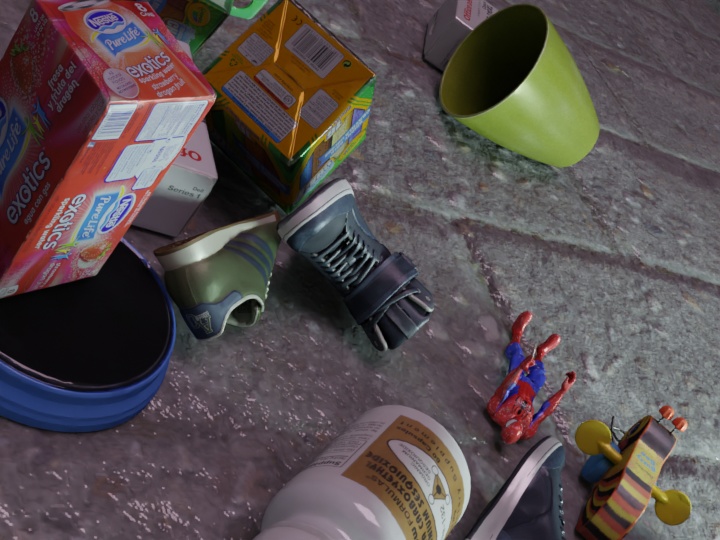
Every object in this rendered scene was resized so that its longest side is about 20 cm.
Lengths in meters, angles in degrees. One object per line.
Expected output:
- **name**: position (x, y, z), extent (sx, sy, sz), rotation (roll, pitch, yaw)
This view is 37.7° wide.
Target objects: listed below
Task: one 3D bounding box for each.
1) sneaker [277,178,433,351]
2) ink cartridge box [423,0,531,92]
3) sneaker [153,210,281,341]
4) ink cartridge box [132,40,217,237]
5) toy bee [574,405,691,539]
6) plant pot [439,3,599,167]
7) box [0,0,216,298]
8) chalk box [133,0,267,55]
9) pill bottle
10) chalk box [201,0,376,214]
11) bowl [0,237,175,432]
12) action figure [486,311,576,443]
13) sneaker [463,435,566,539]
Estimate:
- **sneaker**: position (0.001, -0.001, 0.961), extent (0.147, 0.077, 0.202), rotation (54, 6, 9)
- **ink cartridge box**: position (0.202, -0.329, 1.615), extent (0.199, 0.084, 0.145), rotation (32, 33, -14)
- **sneaker**: position (-0.113, 0.006, 0.925), extent (0.200, 0.067, 0.091), rotation (-32, 104, -71)
- **ink cartridge box**: position (-0.222, -0.140, 0.957), extent (0.145, 0.084, 0.201), rotation (16, 40, -33)
- **toy bee**: position (0.273, 0.184, 1.060), extent (0.130, 0.109, 0.201), rotation (28, 35, -15)
- **plant pot**: position (0.244, -0.238, 1.492), extent (0.200, 0.187, 0.188), rotation (36, 30, -34)
- **box**: position (-0.202, -0.082, 0.728), extent (0.099, 0.200, 0.096), rotation (-16, 64, -52)
- **chalk box**: position (-0.195, -0.318, 1.126), extent (0.199, 0.124, 0.125), rotation (24, 64, -22)
- **pill bottle**: position (-0.007, 0.188, 0.761), extent (0.114, 0.115, 0.200), rotation (45, 33, 7)
- **chalk box**: position (-0.073, -0.151, 1.053), extent (0.125, 0.200, 0.124), rotation (43, 76, 8)
- **bowl**: position (-0.229, 0.027, 0.793), extent (0.199, 0.039, 0.202), rotation (27, 36, -21)
- **action figure**: position (0.182, 0.099, 1.082), extent (0.065, 0.099, 0.200), rotation (36, 35, -4)
- **sneaker**: position (0.168, 0.241, 0.898), extent (0.146, 0.077, 0.202), rotation (35, 41, 12)
